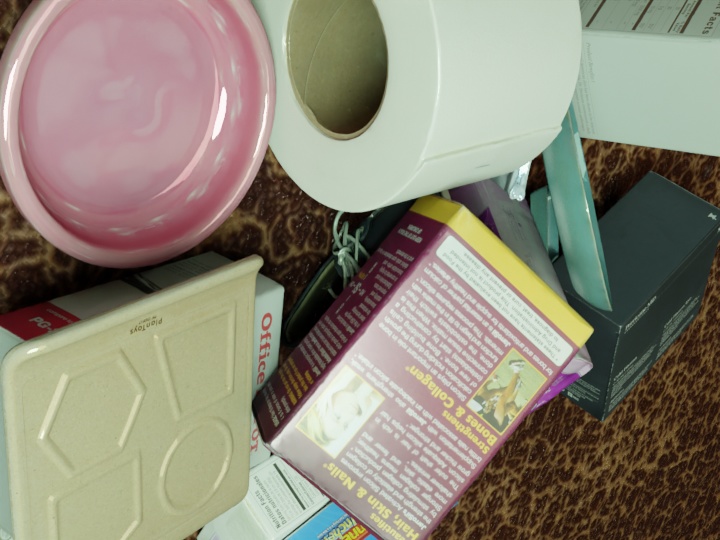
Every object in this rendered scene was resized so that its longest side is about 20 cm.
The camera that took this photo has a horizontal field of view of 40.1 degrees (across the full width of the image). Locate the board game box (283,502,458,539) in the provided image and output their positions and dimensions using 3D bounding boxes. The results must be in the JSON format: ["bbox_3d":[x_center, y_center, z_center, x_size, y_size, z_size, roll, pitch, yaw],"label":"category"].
[{"bbox_3d":[-0.019,0.238,0.834,0.199,0.056,0.196,-39,164,4],"label":"board game box"}]

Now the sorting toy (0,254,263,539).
[{"bbox_3d":[-0.135,0.099,0.597,0.184,0.036,0.203,-24,130,-49],"label":"sorting toy"}]

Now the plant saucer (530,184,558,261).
[{"bbox_3d":[0.177,-0.044,0.945,0.200,0.019,0.071,-15,103,-77],"label":"plant saucer"}]

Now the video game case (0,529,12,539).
[{"bbox_3d":[-0.265,0.142,0.657,0.180,0.023,0.203,-20,125,-39],"label":"video game case"}]

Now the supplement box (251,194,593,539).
[{"bbox_3d":[0.038,0.067,0.676,0.131,0.103,0.201,41,89,-15],"label":"supplement box"}]

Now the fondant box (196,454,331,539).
[{"bbox_3d":[-0.032,0.176,0.840,0.198,0.059,0.145,-27,162,-34],"label":"fondant box"}]

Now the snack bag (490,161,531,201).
[{"bbox_3d":[0.121,-0.169,0.782,0.021,0.200,0.191,10,106,-14],"label":"snack bag"}]

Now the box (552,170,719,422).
[{"bbox_3d":[0.294,0.029,1.096,0.199,0.104,0.183,-40,148,-25],"label":"box"}]

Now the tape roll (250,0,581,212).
[{"bbox_3d":[0.031,-0.152,0.672,0.138,0.202,0.206,-17,123,-38],"label":"tape roll"}]

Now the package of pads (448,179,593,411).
[{"bbox_3d":[0.105,0.022,0.827,0.075,0.202,0.120,17,135,-40],"label":"package of pads"}]

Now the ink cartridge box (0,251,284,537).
[{"bbox_3d":[-0.147,0.086,0.676,0.199,0.083,0.148,-21,124,-50],"label":"ink cartridge box"}]

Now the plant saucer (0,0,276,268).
[{"bbox_3d":[-0.144,-0.104,0.630,0.199,0.050,0.203,-24,126,-38],"label":"plant saucer"}]

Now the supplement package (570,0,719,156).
[{"bbox_3d":[0.244,-0.191,0.863,0.118,0.198,0.118,-53,140,-30],"label":"supplement package"}]

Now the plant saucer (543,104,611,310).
[{"bbox_3d":[0.172,-0.065,0.803,0.200,0.027,0.204,-13,90,-75],"label":"plant saucer"}]

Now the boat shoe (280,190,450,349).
[{"bbox_3d":[0.000,0.000,0.784,0.061,0.076,0.200,8,140,-33],"label":"boat shoe"}]
